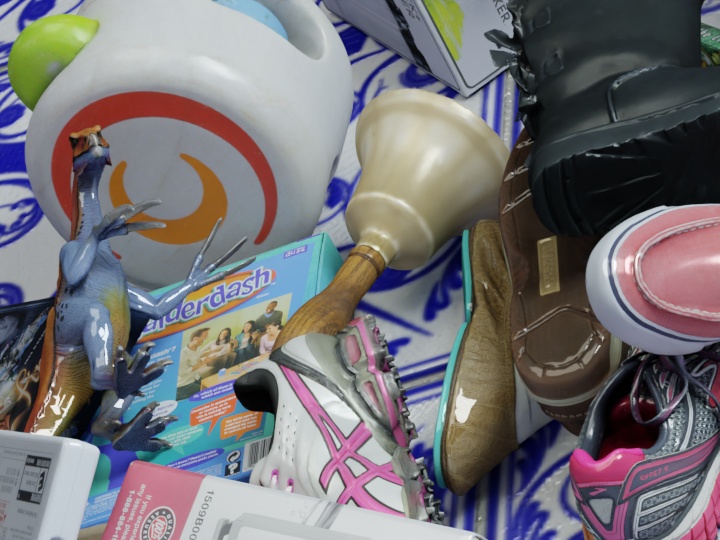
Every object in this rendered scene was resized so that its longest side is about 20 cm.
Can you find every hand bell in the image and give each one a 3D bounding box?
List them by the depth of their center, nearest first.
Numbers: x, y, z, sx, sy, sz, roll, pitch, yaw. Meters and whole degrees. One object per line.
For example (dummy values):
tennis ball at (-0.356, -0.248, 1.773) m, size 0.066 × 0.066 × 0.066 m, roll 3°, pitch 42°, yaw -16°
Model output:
hand bell at (0.000, 0.000, 1.652) m, size 0.104 × 0.104 × 0.200 m, roll -2°, pitch 38°, yaw 36°

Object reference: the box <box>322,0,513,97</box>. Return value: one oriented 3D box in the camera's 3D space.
box at (0.021, -0.199, 1.907) m, size 0.060 × 0.117 × 0.200 m, roll -37°, pitch 34°, yaw -11°

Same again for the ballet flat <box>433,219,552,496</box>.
ballet flat at (0.083, 0.043, 1.594) m, size 0.072 × 0.068 × 0.200 m, roll 0°, pitch 35°, yaw 8°

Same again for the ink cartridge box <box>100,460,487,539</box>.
ink cartridge box at (-0.034, 0.182, 1.403) m, size 0.199 × 0.083 × 0.147 m, roll 8°, pitch 69°, yaw 33°

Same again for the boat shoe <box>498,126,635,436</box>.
boat shoe at (0.113, -0.001, 1.558) m, size 0.074 × 0.075 × 0.203 m, roll -8°, pitch 49°, yaw 22°

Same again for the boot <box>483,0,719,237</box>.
boot at (0.165, -0.097, 1.521) m, size 0.197 × 0.074 × 0.163 m, roll -12°, pitch 37°, yaw 8°

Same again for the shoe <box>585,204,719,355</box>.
shoe at (0.206, -0.009, 1.421) m, size 0.199 × 0.072 × 0.091 m, roll -4°, pitch -14°, yaw -36°

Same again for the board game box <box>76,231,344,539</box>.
board game box at (-0.084, 0.075, 1.682) m, size 0.152 × 0.045 × 0.200 m, roll -19°, pitch 35°, yaw 18°

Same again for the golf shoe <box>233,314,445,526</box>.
golf shoe at (-0.006, 0.116, 1.518) m, size 0.092 × 0.073 × 0.200 m, roll -19°, pitch 46°, yaw 0°

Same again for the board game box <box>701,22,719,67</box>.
board game box at (0.193, -0.081, 1.625) m, size 0.023 × 0.105 × 0.200 m, roll -23°, pitch 29°, yaw -25°

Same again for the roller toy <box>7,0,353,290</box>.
roller toy at (-0.099, -0.090, 1.793) m, size 0.182 × 0.201 × 0.140 m, roll -4°, pitch 38°, yaw 17°

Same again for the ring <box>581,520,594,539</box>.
ring at (0.202, 0.096, 1.458) m, size 0.200 × 0.019 × 0.201 m, roll -21°, pitch 34°, yaw 15°

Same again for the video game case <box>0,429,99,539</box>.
video game case at (-0.185, 0.171, 1.501) m, size 0.200 × 0.023 × 0.183 m, roll 177°, pitch 109°, yaw -71°

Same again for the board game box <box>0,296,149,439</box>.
board game box at (-0.215, 0.103, 1.707) m, size 0.135 × 0.035 × 0.200 m, roll -11°, pitch 43°, yaw 50°

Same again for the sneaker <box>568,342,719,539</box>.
sneaker at (0.157, 0.057, 1.459) m, size 0.080 × 0.075 × 0.200 m, roll -8°, pitch 38°, yaw 30°

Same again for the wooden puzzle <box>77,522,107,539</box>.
wooden puzzle at (-0.103, 0.207, 1.529) m, size 0.184 × 0.037 × 0.200 m, roll -15°, pitch 42°, yaw 19°

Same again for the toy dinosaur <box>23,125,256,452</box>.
toy dinosaur at (-0.155, 0.009, 1.648) m, size 0.199 × 0.105 × 0.182 m, roll -28°, pitch 48°, yaw -7°
